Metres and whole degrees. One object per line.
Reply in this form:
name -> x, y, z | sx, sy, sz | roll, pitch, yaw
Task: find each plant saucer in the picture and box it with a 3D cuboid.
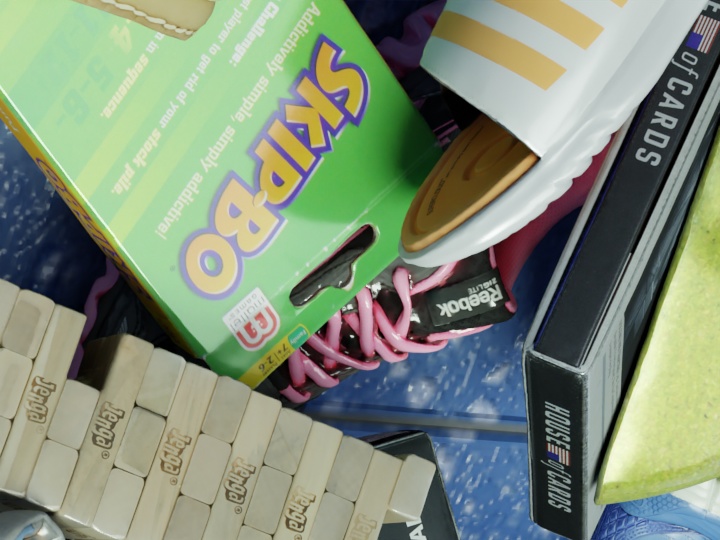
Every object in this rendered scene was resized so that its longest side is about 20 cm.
plant saucer -> 0.147, -0.027, 0.864 | 0.200, 0.048, 0.201 | -26, 136, -70

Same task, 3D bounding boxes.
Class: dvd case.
dvd case -> 0.099, -0.029, 0.828 | 0.150, 0.025, 0.201 | 78, 36, -66

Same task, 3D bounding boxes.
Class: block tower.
block tower -> -0.081, 0.043, 0.732 | 0.199, 0.054, 0.058 | 23, 77, -19

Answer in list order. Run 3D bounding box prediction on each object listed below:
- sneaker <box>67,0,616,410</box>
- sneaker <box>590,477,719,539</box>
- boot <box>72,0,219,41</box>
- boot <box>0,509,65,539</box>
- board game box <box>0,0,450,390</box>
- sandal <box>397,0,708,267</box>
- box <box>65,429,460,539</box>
sneaker -> 0.000, 0.000, 0.805 | 0.200, 0.095, 0.079 | -43, 134, -11
sneaker -> 0.154, 0.118, 1.008 | 0.199, 0.079, 0.089 | 24, 108, -36
boot -> -0.143, -0.052, 0.655 | 0.199, 0.073, 0.156 | 18, 102, -19
boot -> -0.099, 0.163, 0.709 | 0.073, 0.095, 0.201 | -21, 98, -59
board game box -> -0.058, -0.068, 0.737 | 0.095, 0.030, 0.200 | -42, 112, -13
sandal -> 0.066, -0.091, 0.744 | 0.059, 0.079, 0.207 | 42, 81, -15
box -> -0.029, 0.164, 0.796 | 0.158, 0.046, 0.201 | -16, 89, -19
